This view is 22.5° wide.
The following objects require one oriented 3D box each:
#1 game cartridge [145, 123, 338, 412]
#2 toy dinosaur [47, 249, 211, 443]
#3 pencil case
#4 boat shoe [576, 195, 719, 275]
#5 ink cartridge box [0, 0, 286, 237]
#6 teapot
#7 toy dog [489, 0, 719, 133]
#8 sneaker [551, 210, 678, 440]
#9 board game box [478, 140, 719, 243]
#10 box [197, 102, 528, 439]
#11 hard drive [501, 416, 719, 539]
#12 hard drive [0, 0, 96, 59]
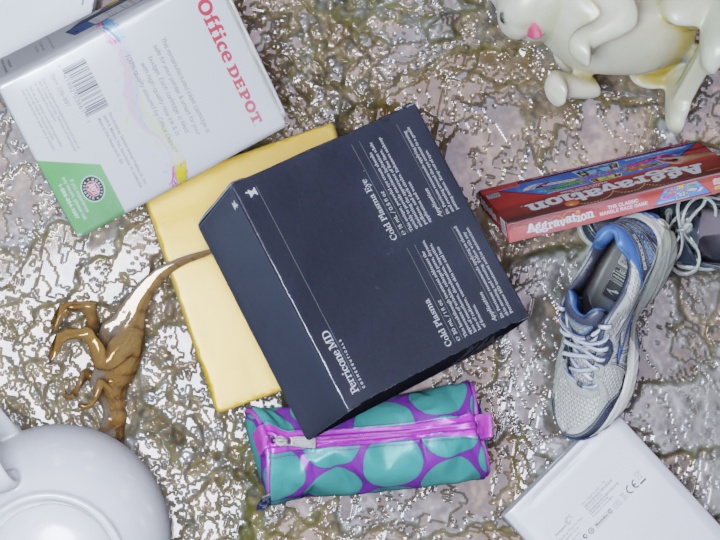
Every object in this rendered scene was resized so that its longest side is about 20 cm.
[{"bbox_3d":[-0.073,-0.003,1.537,0.174,0.032,0.202,-19,90,-6],"label":"game cartridge"},{"bbox_3d":[-0.202,0.054,1.513,0.105,0.060,0.202,17,97,-18],"label":"toy dinosaur"},{"bbox_3d":[0.007,0.144,1.500,0.198,0.093,0.086,-7,75,-7],"label":"pencil case"},{"bbox_3d":[0.286,-0.032,1.550,0.198,0.062,0.076,12,91,-2],"label":"boat shoe"},{"bbox_3d":[-0.180,-0.144,1.486,0.199,0.088,0.146,-28,113,-5],"label":"ink cartridge box"},{"bbox_3d":[-0.243,0.219,1.431,0.198,0.146,0.199,20,97,-5],"label":"teapot"},{"bbox_3d":[0.202,-0.232,1.523,0.198,0.140,0.196,13,72,-4],"label":"toy dog"},{"bbox_3d":[0.192,0.046,1.502,0.077,0.085,0.202,23,105,33],"label":"sneaker"},{"bbox_3d":[0.207,-0.068,1.527,0.198,0.103,0.020,-13,111,-6],"label":"board game box"},{"bbox_3d":[0.000,0.000,1.450,0.181,0.104,0.201,-24,82,-27],"label":"box"},{"bbox_3d":[0.235,0.236,1.546,0.132,0.026,0.200,-43,91,-6],"label":"hard drive"},{"bbox_3d":[-0.322,-0.243,1.525,0.198,0.026,0.133,12,85,-4],"label":"hard drive"}]
